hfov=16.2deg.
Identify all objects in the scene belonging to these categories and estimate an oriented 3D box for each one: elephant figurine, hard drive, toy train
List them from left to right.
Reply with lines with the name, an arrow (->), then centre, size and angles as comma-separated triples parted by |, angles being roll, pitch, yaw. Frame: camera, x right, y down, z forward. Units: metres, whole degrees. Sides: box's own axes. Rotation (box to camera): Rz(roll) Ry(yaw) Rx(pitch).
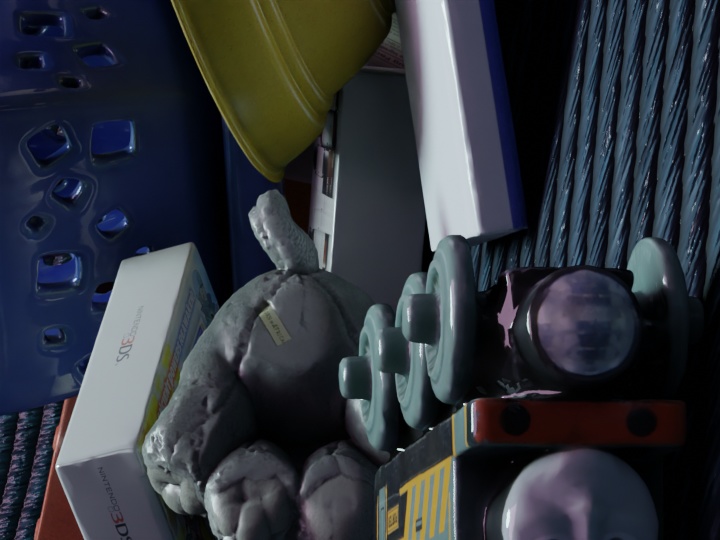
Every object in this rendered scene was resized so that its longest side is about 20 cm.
elephant figurine -> -0.022, 0.096, 1.135 | 0.155, 0.141, 0.200 | -50, -19, -15
hard drive -> 0.035, -0.112, 1.083 | 0.132, 0.025, 0.201 | 158, 104, -83
toy train -> 0.045, 0.057, 0.732 | 0.200, 0.085, 0.114 | 132, 138, -75

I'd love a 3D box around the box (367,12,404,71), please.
box -> 0.028, -0.188, 1.249 | 0.078, 0.095, 0.200 | -61, -3, -32

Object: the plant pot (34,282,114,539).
plant pot -> -0.086, 0.095, 1.450 | 0.200, 0.176, 0.201 | 110, 171, -53

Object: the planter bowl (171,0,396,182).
planter bowl -> -0.035, -0.148, 1.161 | 0.200, 0.083, 0.201 | -19, -90, -81

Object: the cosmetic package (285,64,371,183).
cosmetic package -> 0.002, -0.150, 1.475 | 0.071, 0.101, 0.201 | 112, 169, -65

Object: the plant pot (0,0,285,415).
plant pot -> -0.138, -0.065, 1.343 | 0.200, 0.179, 0.201 | -110, 14, -52

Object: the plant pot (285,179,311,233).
plant pot -> -0.042, -0.104, 1.580 | 0.200, 0.186, 0.187 | -107, 26, -47

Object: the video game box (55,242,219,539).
video game box -> -0.080, 0.112, 1.198 | 0.200, 0.047, 0.183 | -82, -22, -63

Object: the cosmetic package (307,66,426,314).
cosmetic package -> 0.000, 0.000, 1.264 | 0.083, 0.050, 0.201 | -134, 47, -80

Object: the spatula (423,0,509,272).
spatula -> 0.050, -0.080, 1.236 | 0.057, 0.020, 0.201 | -99, 22, -64
